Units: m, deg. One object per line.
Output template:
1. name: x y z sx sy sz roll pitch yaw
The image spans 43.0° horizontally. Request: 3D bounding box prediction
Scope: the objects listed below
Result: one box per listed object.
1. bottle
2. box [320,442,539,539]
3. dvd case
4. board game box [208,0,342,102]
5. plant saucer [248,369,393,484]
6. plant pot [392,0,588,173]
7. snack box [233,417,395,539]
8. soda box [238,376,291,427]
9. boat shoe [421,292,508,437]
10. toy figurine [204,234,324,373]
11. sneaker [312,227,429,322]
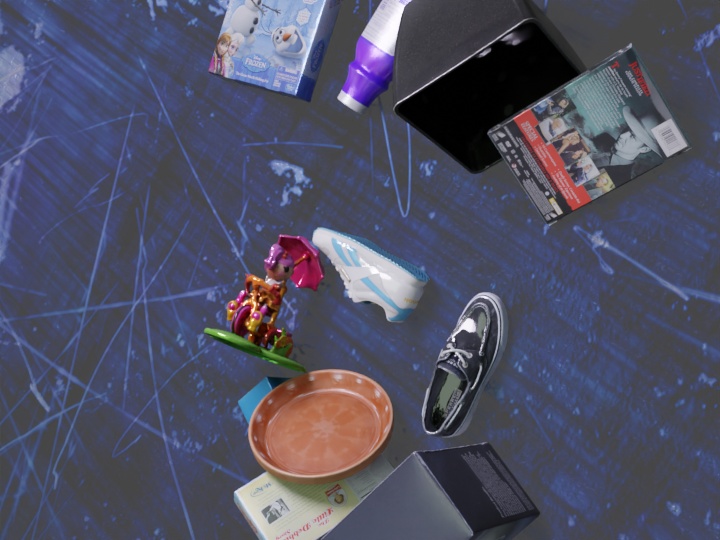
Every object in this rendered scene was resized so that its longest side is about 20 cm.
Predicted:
1. bottle: 0.038 -0.320 1.314 0.083 0.065 0.200 41 106 31
2. box: 0.081 0.322 1.121 0.200 0.198 0.123 -47 61 20
3. dvd case: 0.277 -0.161 1.116 0.200 0.022 0.146 -30 104 28
4. board game box: -0.133 -0.386 1.450 0.199 0.043 0.200 21 94 34
5. plant saucer: -0.053 0.214 1.251 0.200 0.200 0.032 20 136 34
6. plant pot: 0.158 -0.277 1.162 0.200 0.199 0.178 -28 55 28
7. snack box: -0.056 0.297 1.231 0.116 0.200 0.037 50 154 25
8. soda box: -0.097 0.256 1.328 0.068 0.064 0.200 -41 64 22
9. boat shoe: 0.130 0.123 1.192 0.072 0.068 0.201 26 98 33
10. toy figurine: -0.127 0.032 1.321 0.150 0.200 0.185 16 80 25
11. sneaker: 0.000 0.000 1.292 0.200 0.076 0.081 32 104 34
